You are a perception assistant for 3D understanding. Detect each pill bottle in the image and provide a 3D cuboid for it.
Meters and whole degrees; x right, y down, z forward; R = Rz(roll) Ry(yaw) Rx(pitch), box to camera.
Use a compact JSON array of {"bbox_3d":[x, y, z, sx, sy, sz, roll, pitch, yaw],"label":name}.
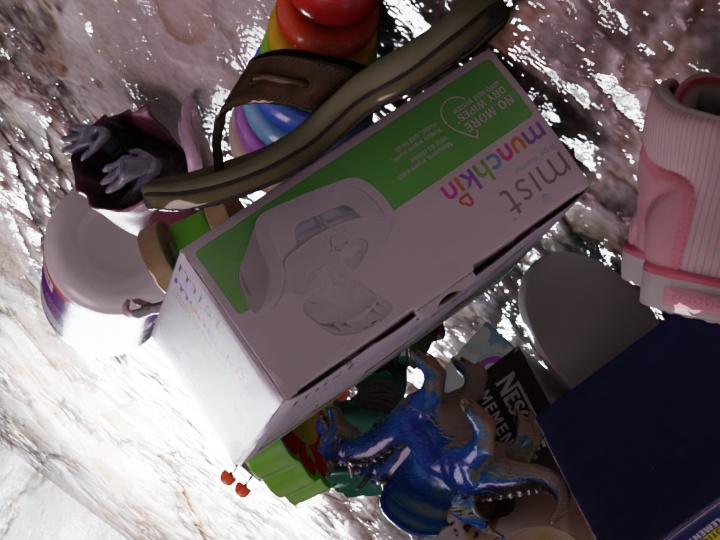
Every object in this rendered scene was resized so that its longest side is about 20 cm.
[{"bbox_3d":[-0.208,0.004,1.437,0.112,0.113,0.200,37,161,1],"label":"pill bottle"}]

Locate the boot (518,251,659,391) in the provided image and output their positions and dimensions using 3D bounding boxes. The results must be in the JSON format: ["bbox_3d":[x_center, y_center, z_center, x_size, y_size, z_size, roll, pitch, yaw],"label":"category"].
[{"bbox_3d":[0.158,0.071,1.034,0.200,0.074,0.096,46,167,-7],"label":"boot"}]

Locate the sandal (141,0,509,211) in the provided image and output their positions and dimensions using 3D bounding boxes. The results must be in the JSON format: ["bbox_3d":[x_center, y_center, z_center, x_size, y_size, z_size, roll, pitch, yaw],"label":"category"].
[{"bbox_3d":[-0.022,-0.089,0.848,0.058,0.200,0.080,57,-174,-6],"label":"sandal"}]

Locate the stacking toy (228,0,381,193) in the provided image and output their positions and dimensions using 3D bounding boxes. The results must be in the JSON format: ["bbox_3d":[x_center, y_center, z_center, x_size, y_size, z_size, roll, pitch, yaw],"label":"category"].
[{"bbox_3d":[-0.025,-0.117,0.925,0.085,0.086,0.200,33,155,9],"label":"stacking toy"}]

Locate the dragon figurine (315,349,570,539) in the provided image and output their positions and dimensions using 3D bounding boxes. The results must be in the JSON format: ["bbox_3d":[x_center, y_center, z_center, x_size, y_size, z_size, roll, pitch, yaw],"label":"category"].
[{"bbox_3d":[0.049,0.110,0.926,0.058,0.100,0.200,8,-159,-39],"label":"dragon figurine"}]

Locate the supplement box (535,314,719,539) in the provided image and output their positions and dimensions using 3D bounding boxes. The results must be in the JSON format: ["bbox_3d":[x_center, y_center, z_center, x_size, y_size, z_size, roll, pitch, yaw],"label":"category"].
[{"bbox_3d":[0.198,0.124,0.893,0.200,0.109,0.110,39,-161,-43],"label":"supplement box"}]

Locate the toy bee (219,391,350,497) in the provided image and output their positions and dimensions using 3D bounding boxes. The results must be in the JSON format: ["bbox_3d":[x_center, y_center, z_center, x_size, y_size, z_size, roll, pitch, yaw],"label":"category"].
[{"bbox_3d":[-0.072,0.154,1.547,0.130,0.109,0.200,31,159,11],"label":"toy bee"}]

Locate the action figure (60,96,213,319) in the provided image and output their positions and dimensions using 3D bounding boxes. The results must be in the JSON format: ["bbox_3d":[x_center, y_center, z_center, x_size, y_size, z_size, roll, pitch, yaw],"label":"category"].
[{"bbox_3d":[-0.118,-0.045,1.251,0.148,0.135,0.200,-28,135,24],"label":"action figure"}]

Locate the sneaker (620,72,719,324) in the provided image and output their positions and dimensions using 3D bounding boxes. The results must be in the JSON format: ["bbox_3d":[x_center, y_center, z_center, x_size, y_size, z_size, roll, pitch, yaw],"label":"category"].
[{"bbox_3d":[0.164,-0.036,0.805,0.074,0.106,0.200,8,-175,8],"label":"sneaker"}]

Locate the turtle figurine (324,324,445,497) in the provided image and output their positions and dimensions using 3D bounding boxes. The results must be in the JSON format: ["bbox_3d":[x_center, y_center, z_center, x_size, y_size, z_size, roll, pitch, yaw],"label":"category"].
[{"bbox_3d":[0.004,0.031,1.092,0.100,0.201,0.150,-14,139,16],"label":"turtle figurine"}]

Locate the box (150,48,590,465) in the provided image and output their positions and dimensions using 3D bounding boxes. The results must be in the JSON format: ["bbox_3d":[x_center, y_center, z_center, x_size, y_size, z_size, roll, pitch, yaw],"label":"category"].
[{"bbox_3d":[0.000,0.000,0.926,0.097,0.199,0.177,54,162,7],"label":"box"}]

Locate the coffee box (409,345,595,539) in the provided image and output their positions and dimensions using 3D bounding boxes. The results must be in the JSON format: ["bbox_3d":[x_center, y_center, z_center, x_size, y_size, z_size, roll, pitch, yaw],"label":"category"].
[{"bbox_3d":[0.101,0.157,0.965,0.080,0.113,0.201,38,-161,-44],"label":"coffee box"}]

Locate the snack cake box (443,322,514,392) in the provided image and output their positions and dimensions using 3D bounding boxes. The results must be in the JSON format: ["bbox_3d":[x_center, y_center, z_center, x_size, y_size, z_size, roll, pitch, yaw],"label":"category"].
[{"bbox_3d":[0.137,0.132,1.095,0.115,0.067,0.200,41,-177,-44],"label":"snack cake box"}]

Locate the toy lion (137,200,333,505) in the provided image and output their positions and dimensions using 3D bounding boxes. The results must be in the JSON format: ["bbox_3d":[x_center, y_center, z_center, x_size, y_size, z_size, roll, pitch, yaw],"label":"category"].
[{"bbox_3d":[-0.060,0.054,1.104,0.193,0.068,0.200,67,-169,13],"label":"toy lion"}]
